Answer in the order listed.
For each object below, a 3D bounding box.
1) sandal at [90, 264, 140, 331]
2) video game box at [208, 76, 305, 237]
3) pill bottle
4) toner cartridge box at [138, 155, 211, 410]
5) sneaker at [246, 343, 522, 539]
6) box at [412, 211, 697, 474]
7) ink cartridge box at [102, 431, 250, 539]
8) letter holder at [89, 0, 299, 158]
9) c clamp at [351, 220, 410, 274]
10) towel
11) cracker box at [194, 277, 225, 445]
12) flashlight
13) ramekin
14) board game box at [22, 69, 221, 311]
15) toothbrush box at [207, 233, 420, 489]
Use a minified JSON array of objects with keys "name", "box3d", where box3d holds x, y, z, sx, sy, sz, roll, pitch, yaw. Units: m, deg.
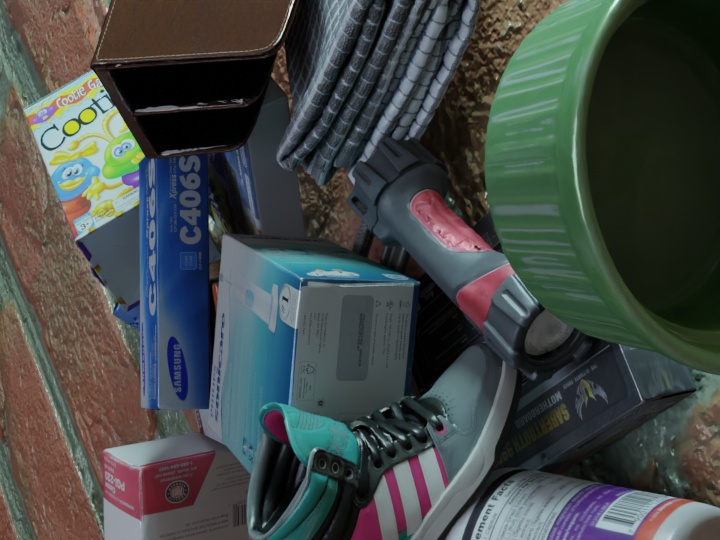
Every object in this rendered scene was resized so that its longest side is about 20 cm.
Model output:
[{"name":"sandal","box3d":[-0.199,0.036,1.264,0.201,0.086,0.080,61,137,27]},{"name":"video game box","box3d":[-0.107,-0.106,1.081,0.183,0.046,0.201,53,159,40]},{"name":"pill bottle","box3d":[0.116,0.178,0.779,0.198,0.111,0.113,4,99,44]},{"name":"toner cartridge box","box3d":[-0.148,0.008,1.046,0.095,0.043,0.203,162,107,-73]},{"name":"sneaker","box3d":[0.001,0.103,0.778,0.201,0.121,0.083,-55,25,-11]},{"name":"box","box3d":[0.108,0.047,0.853,0.200,0.048,0.160,-46,59,49]},{"name":"ink cartridge box","box3d":[-0.146,0.251,1.168,0.084,0.144,0.203,8,102,53]},{"name":"letter holder","box3d":[-0.088,-0.193,0.947,0.101,0.140,0.202,65,-153,-53]},{"name":"c clamp","box3d":[0.000,0.000,0.980,0.171,0.027,0.202,-106,33,-63]},{"name":"towel","box3d":[0.002,-0.172,0.904,0.167,0.085,0.201,-100,28,-42]},{"name":"cracker box","box3d":[-0.103,0.073,1.103,0.200,0.057,0.136,177,82,-72]},{"name":"flashlight","box3d":[0.066,-0.017,0.811,0.200,0.067,0.069,52,139,45]},{"name":"ramekin","box3d":[0.156,-0.053,0.645,0.097,0.198,0.203,2,97,63]},{"name":"board game box","box3d":[-0.218,-0.081,1.203,0.201,0.102,0.105,58,176,42]},{"name":"toothbrush box","box3d":[-0.039,0.061,0.904,0.200,0.084,0.149,-158,71,-67]}]
